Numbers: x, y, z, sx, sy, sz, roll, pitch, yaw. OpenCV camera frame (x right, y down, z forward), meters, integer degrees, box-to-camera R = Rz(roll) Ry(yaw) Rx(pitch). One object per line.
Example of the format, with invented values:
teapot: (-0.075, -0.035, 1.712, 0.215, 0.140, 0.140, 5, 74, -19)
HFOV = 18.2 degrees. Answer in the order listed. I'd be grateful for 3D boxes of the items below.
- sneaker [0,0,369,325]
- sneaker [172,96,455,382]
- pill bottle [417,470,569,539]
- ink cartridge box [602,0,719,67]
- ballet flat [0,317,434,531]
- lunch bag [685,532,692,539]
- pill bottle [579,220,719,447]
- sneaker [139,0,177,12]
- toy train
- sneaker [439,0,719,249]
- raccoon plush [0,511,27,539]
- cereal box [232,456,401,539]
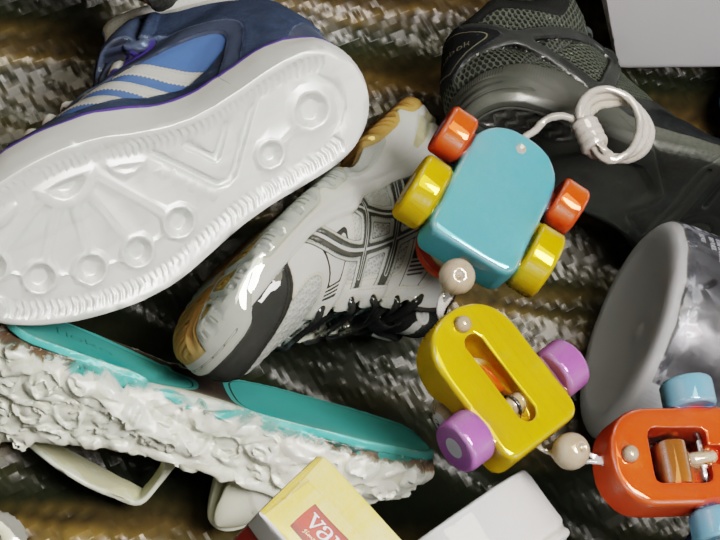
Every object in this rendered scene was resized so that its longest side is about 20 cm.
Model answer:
sneaker: (-0.103, -0.054, 0.959, 0.199, 0.146, 0.081, -28, 116, -15)
sneaker: (0.000, 0.000, 0.965, 0.088, 0.076, 0.200, 51, 44, -4)
pill bottle: (0.086, 0.189, 0.906, 0.114, 0.114, 0.200, -30, 79, -29)
ink cartridge box: (0.216, -0.196, 1.058, 0.199, 0.146, 0.147, 1, 52, 16)
ballet flat: (-0.071, 0.071, 0.937, 0.199, 0.072, 0.072, 18, 61, -9)
lunch bag: (0.233, 0.167, 0.943, 0.199, 0.161, 0.083, 33, 60, -2)
pill bottle: (0.209, 0.060, 1.015, 0.199, 0.106, 0.107, 21, 61, -10)
sneaker: (-0.167, -0.151, 0.989, 0.199, 0.077, 0.089, 31, 79, 21)
toy train: (0.085, 0.026, 0.930, 0.149, 0.056, 0.201, -5, 68, -23)
sneaker: (0.119, -0.071, 1.058, 0.199, 0.076, 0.115, 20, 39, -27)
raccoon plush: (-0.213, 0.073, 0.878, 0.097, 0.134, 0.200, -44, 54, 4)
cereal box: (-0.009, 0.163, 0.832, 0.144, 0.200, 0.039, 47, 59, 6)
